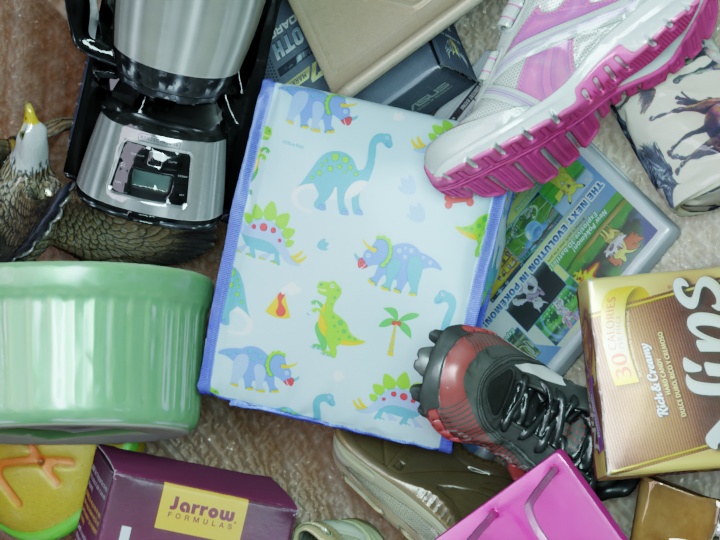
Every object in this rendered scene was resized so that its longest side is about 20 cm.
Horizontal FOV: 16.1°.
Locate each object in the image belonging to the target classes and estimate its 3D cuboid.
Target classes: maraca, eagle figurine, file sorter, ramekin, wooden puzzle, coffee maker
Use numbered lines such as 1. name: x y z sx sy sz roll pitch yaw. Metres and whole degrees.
1. maraca: -0.197 0.093 1.757 0.137 0.107 0.201 26 85 36
2. eagle figurine: -0.215 -0.040 1.723 0.152 0.151 0.200 -43 49 -9
3. file sorter: 0.067 0.225 1.448 0.200 0.125 0.139 -37 87 16
4. ramekin: -0.192 0.056 1.614 0.199 0.200 0.098 -6 80 29
5. wooden puzzle: 0.026 -0.228 1.635 0.185 0.037 0.201 -35 58 19
6. coffee maker: -0.104 -0.144 1.612 0.134 0.192 0.201 21 112 18

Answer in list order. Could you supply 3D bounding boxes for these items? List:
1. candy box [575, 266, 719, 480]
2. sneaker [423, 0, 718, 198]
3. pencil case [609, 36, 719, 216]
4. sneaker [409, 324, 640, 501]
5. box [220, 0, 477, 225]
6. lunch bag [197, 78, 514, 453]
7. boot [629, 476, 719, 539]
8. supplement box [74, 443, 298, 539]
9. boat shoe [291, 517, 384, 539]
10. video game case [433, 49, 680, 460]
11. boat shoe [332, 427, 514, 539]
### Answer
1. candy box: 0.231 0.057 1.482 0.198 0.056 0.118 -6 82 -2
2. sneaker: 0.113 -0.122 1.507 0.200 0.081 0.088 -38 67 -2
3. pencil case: 0.191 -0.126 1.563 0.089 0.078 0.201 -24 72 -4
4. sneaker: 0.108 0.089 1.521 0.097 0.200 0.071 14 75 38
5. box: -0.035 -0.143 1.702 0.199 0.051 0.159 -33 64 25
6. lunch bag: 0.000 0.000 1.587 0.169 0.127 0.201 12 85 6
7. boot: 0.153 0.222 1.534 0.187 0.068 0.201 15 96 12
8. supplement box: -0.130 0.230 1.674 0.130 0.103 0.201 12 94 -13
9. boat shoe: 0.007 0.257 1.645 0.073 0.063 0.202 -25 74 26
10. video game case: 0.083 -0.010 1.649 0.182 0.022 0.200 46 107 25
11. boat shoe: 0.063 0.158 1.624 0.200 0.065 0.072 37 59 13
